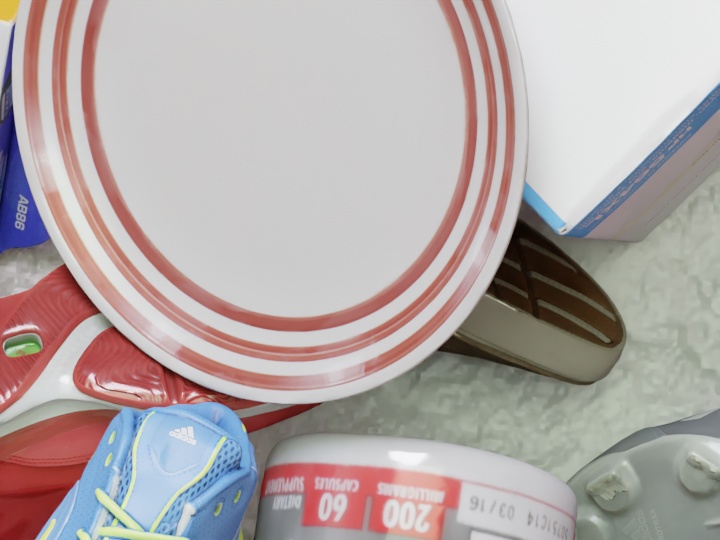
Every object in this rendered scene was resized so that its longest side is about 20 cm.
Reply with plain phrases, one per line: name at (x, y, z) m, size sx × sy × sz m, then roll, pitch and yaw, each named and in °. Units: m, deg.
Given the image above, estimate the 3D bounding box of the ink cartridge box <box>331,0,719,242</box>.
ink cartridge box at (0.088, -0.096, 1.067) m, size 0.125 × 0.200 × 0.129 m, roll -45°, pitch 80°, yaw 8°

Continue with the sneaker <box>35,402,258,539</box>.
sneaker at (-0.089, 0.100, 0.957) m, size 0.075 × 0.200 × 0.106 m, roll 20°, pitch 115°, yaw 11°

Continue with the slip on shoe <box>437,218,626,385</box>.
slip on shoe at (0.000, 0.000, 1.108) m, size 0.199 × 0.076 × 0.061 m, roll 23°, pitch 117°, yaw -2°

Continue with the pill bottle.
pill bottle at (0.008, 0.165, 1.036) m, size 0.113 × 0.114 × 0.201 m, roll 8°, pitch 76°, yaw 3°

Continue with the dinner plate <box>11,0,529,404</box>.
dinner plate at (-0.030, -0.055, 0.993) m, size 0.199 × 0.024 × 0.202 m, roll 6°, pitch 103°, yaw 28°

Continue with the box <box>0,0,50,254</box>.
box at (-0.203, -0.063, 1.099) m, size 0.199 × 0.042 × 0.120 m, roll 15°, pitch 118°, yaw 6°

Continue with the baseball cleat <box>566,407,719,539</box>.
baseball cleat at (0.171, 0.068, 1.086) m, size 0.199 × 0.106 × 0.070 m, roll -14°, pitch 101°, yaw 25°

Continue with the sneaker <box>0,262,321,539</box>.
sneaker at (-0.099, 0.057, 1.078) m, size 0.199 × 0.116 × 0.079 m, roll -6°, pitch 53°, yaw -11°
